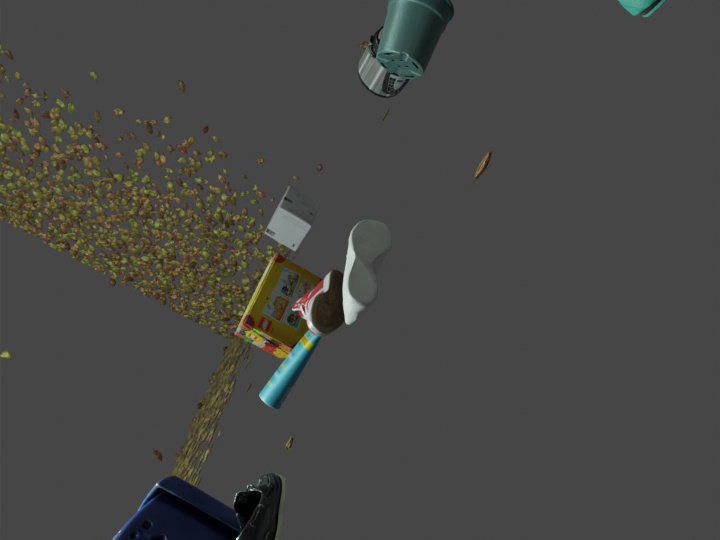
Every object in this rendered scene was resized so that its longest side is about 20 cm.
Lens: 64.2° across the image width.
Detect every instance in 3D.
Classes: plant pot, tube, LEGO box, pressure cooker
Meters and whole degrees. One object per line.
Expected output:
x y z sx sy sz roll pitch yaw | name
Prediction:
0.142 -0.674 1.639 0.200 0.197 0.199 -179 110 -77 | plant pot
-0.295 0.452 0.900 0.200 0.198 0.181 -50 10 44 | plant pot
-0.129 0.184 1.168 0.202 0.050 0.077 -56 21 -2 | tube
-0.181 0.086 1.343 0.077 0.147 0.202 -42 22 55 | LEGO box
0.096 -0.684 1.851 0.200 0.177 0.178 -45 16 54 | pressure cooker

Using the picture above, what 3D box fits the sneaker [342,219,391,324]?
0.000 0.000 0.978 0.089 0.074 0.202 115 174 -48 | sneaker

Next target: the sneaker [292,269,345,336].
-0.085 0.084 1.086 0.112 0.071 0.201 -41 12 24 | sneaker

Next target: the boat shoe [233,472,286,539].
-0.150 0.343 0.824 0.075 0.065 0.200 -60 12 8 | boat shoe

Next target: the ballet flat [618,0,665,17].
0.272 -0.288 0.450 0.200 0.070 0.068 -40 23 59 | ballet flat

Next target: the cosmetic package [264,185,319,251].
-0.301 -0.231 2.548 0.166 0.163 0.201 -52 15 34 | cosmetic package
